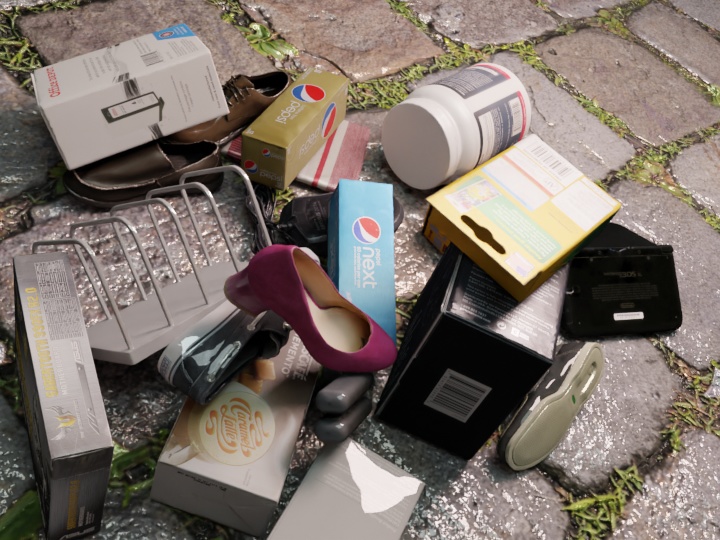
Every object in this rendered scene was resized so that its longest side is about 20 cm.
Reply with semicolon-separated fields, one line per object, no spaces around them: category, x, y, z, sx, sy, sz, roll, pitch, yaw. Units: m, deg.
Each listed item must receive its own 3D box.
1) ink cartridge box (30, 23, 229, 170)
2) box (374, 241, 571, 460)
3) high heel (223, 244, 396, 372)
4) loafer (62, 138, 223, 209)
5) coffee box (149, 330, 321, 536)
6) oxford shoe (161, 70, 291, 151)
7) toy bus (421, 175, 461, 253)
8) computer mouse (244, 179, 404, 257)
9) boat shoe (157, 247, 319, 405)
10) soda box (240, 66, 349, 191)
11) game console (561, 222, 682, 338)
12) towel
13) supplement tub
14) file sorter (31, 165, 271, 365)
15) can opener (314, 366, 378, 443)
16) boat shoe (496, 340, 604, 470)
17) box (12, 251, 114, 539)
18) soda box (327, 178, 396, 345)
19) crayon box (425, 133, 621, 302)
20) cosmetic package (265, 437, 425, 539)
ink cartridge box;-0.277;-0.213;0.969;0.199;0.085;0.146;-22;36;-12
box;0.125;0.059;0.877;0.123;0.200;0.197;24;46;-2
high heel;-0.020;0.036;0.736;0.200;0.096;0.068;34;52;-28
loafer;-0.259;-0.130;0.979;0.199;0.072;0.073;-14;57;-32
coffee box;-0.112;0.138;0.794;0.114;0.080;0.201;21;46;-3
oxford shoe;-0.176;-0.219;1.062;0.199;0.085;0.073;-31;65;-31
toy bus;0.176;-0.094;1.118;0.199;0.065;0.078;-22;54;-32
computer mouse;-0.044;-0.058;1.022;0.199;0.053;0.139;-5;50;-12
boat shoe;-0.096;0.052;0.771;0.068;0.072;0.200;36;50;18
soda box;-0.084;-0.190;1.063;0.064;0.068;0.200;19;43;12
game console;0.328;0.007;1.133;0.199;0.116;0.177;-2;81;-23
towel;-0.092;-0.178;1.126;0.199;0.023;0.145;19;48;-3
supplement tub;0.139;-0.208;1.161;0.140;0.141;0.200;44;49;18
file sorter;-0.205;-0.011;0.818;0.200;0.138;0.125;-33;112;-39
can opener;-0.022;0.123;0.808;0.066;0.054;0.200;4;4;13
boat shoe;0.210;0.153;0.936;0.067;0.072;0.200;11;41;41
box;-0.264;0.110;0.704;0.048;0.159;0.201;-8;54;-27
soda box;0.000;0.000;0.930;0.067;0.064;0.201;5;69;-13
crayon box;0.159;-0.053;0.814;0.126;0.052;0.200;43;48;17
cosmetic package;-0.033;0.256;0.721;0.106;0.090;0.200;31;49;8
